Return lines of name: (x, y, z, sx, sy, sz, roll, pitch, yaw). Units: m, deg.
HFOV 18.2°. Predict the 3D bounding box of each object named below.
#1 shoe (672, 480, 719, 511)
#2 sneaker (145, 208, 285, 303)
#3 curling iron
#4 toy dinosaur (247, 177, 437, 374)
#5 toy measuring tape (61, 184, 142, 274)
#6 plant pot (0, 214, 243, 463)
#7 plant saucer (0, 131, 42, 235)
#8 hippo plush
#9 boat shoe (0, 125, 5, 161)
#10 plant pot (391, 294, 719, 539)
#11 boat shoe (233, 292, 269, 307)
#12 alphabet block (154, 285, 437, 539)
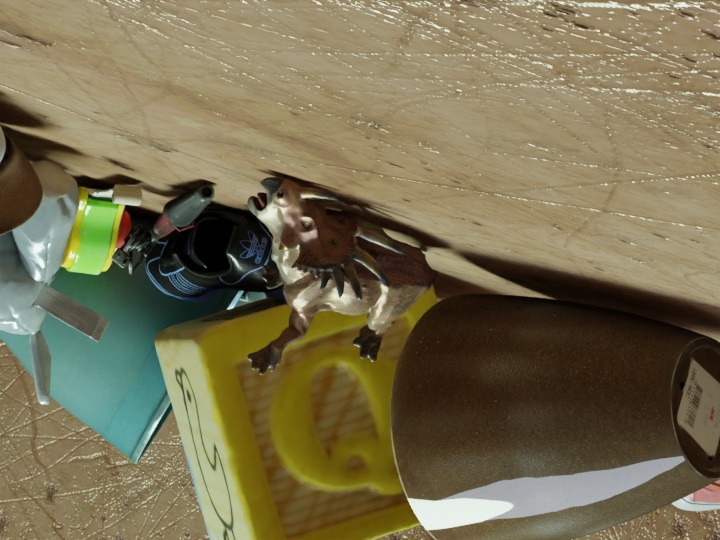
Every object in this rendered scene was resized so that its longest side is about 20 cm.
shoe: (0.379, 0.177, 2.080, 0.199, 0.072, 0.091, -2, 155, -33)
sneaker: (-0.121, -0.017, 1.748, 0.078, 0.071, 0.199, 25, 164, -36)
curling iron: (-0.141, -0.034, 1.678, 0.026, 0.050, 0.200, 41, 157, -11)
toy dinosaur: (0.000, 0.000, 1.515, 0.199, 0.086, 0.135, 1, 150, -42)
toy measuring tape: (-0.210, -0.031, 1.799, 0.073, 0.074, 0.200, 19, 174, -19)
plant pot: (-0.222, 0.034, 1.962, 0.187, 0.201, 0.200, 32, 174, 0)
plant saucer: (-0.315, -0.073, 1.535, 0.199, 0.035, 0.201, 8, -155, -4)
hippo plush: (-0.265, -0.041, 1.722, 0.200, 0.159, 0.161, 36, -159, -12)
boat shoe: (-0.322, -0.109, 1.495, 0.199, 0.071, 0.070, 12, -159, 11)
plant pot: (0.155, 0.101, 1.538, 0.199, 0.188, 0.186, -8, 159, 42)
boat shoe: (-0.063, 0.019, 2.026, 0.199, 0.073, 0.062, 21, 136, 46)
alphabet block: (-0.035, 0.113, 1.782, 0.195, 0.197, 0.200, -18, -178, -14)
